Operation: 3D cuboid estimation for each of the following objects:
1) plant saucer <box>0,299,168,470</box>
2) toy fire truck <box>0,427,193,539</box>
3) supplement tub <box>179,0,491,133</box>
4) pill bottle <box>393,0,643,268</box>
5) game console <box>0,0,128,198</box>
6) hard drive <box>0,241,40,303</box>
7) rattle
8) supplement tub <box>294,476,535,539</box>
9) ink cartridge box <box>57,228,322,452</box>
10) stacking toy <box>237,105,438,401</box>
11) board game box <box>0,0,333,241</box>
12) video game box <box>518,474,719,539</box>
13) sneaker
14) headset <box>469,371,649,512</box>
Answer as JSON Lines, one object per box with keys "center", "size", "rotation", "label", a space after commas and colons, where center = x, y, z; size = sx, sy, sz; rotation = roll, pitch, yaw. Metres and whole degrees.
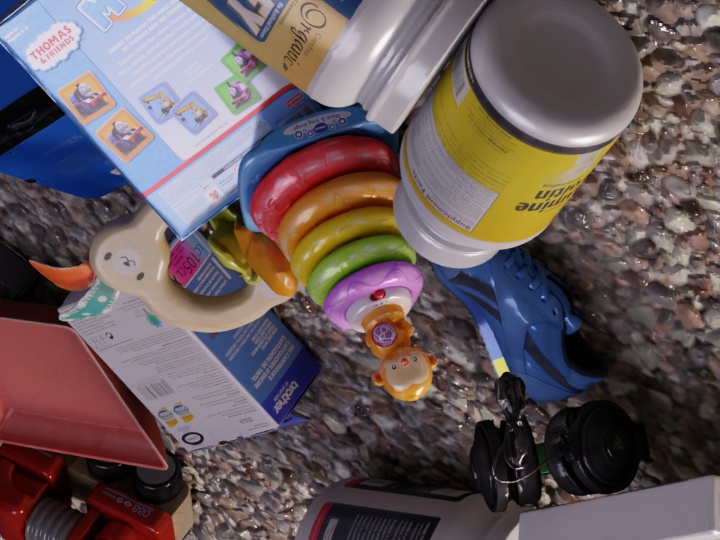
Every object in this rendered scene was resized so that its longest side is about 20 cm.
{"center": [-0.275, 0.087, 2.040], "size": [0.199, 0.037, 0.200], "rotation": [6, 144, 31], "label": "plant saucer"}
{"center": [-0.267, 0.247, 2.139], "size": [0.176, 0.200, 0.129], "rotation": [23, 144, 19], "label": "toy fire truck"}
{"center": [-0.025, -0.190, 1.445], "size": [0.200, 0.145, 0.145], "rotation": [36, 146, 1], "label": "supplement tub"}
{"center": [0.090, -0.082, 1.501], "size": [0.112, 0.112, 0.200], "rotation": [36, 147, 1], "label": "pill bottle"}
{"center": [-0.219, -0.150, 1.783], "size": [0.170, 0.119, 0.200], "rotation": [17, 157, -31], "label": "game console"}
{"center": [-0.359, 0.019, 2.094], "size": [0.140, 0.038, 0.200], "rotation": [34, 147, 4], "label": "hard drive"}
{"center": [-0.145, 0.012, 1.739], "size": [0.199, 0.143, 0.130], "rotation": [-8, 129, -1], "label": "rattle"}
{"center": [0.057, 0.241, 1.895], "size": [0.200, 0.140, 0.140], "rotation": [4, 134, 40], "label": "supplement tub"}
{"center": [-0.127, 0.066, 1.907], "size": [0.200, 0.076, 0.136], "rotation": [50, 144, -16], "label": "ink cartridge box"}
{"center": [0.000, 0.000, 1.596], "size": [0.110, 0.116, 0.200], "rotation": [91, 160, -61], "label": "stacking toy"}
{"center": [-0.132, -0.138, 1.640], "size": [0.151, 0.037, 0.200], "rotation": [-35, 108, 22], "label": "board game box"}
{"center": [0.242, 0.190, 1.676], "size": [0.182, 0.047, 0.200], "rotation": [18, 158, -33], "label": "video game box"}
{"center": [0.107, 0.007, 1.648], "size": [0.078, 0.066, 0.200], "rotation": [-14, 122, 31], "label": "sneaker"}
{"center": [0.130, 0.116, 1.676], "size": [0.123, 0.200, 0.094], "rotation": [-12, 85, 17], "label": "headset"}
